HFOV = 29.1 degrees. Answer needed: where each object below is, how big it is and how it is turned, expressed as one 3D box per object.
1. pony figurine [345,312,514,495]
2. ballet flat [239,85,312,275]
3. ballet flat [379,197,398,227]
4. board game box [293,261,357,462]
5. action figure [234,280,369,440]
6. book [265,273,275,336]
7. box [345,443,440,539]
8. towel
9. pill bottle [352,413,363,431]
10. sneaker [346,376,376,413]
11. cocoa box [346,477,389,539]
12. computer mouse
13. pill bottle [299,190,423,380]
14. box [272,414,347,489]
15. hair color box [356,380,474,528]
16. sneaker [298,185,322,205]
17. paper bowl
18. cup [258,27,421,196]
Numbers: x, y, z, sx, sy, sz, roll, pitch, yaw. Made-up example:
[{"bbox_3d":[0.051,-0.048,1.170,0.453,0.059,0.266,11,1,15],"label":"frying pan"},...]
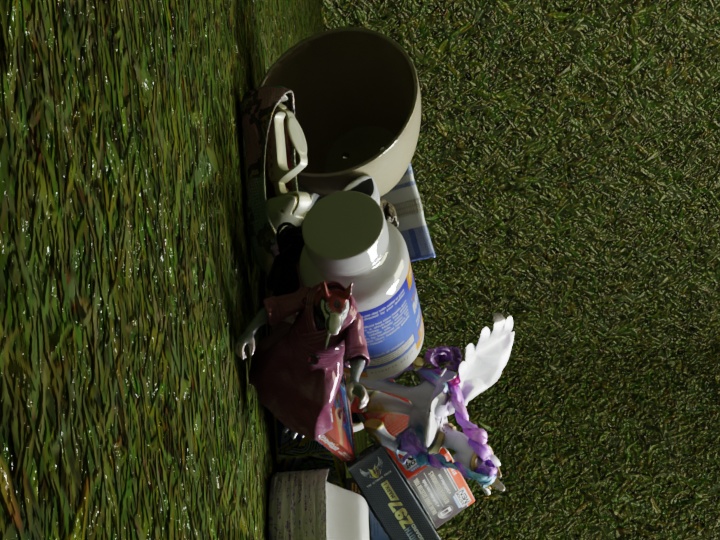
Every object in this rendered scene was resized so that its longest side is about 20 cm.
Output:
[{"bbox_3d":[0.081,0.141,1.523,0.166,0.199,0.195,-36,139,-40],"label":"pony figurine"},{"bbox_3d":[-0.085,-0.097,1.464,0.069,0.070,0.203,1,82,-54],"label":"ballet flat"},{"bbox_3d":[0.000,0.000,1.558,0.068,0.046,0.202,81,25,-51],"label":"ballet flat"},{"bbox_3d":[-0.042,0.101,1.532,0.103,0.019,0.202,46,30,-57],"label":"board game box"},{"bbox_3d":[-0.033,0.067,1.305,0.149,0.133,0.201,-52,173,-43],"label":"action figure"},{"bbox_3d":[-0.083,0.060,1.652,0.200,0.047,0.135,83,0,-71],"label":"book"},{"bbox_3d":[0.043,0.279,1.602,0.159,0.051,0.200,58,-5,4],"label":"box"},{"bbox_3d":[0.021,-0.103,1.757,0.146,0.024,0.203,-14,-87,48],"label":"towel"},{"bbox_3d":[-0.015,0.099,1.789,0.112,0.109,0.202,-92,-165,-60],"label":"pill bottle"},{"bbox_3d":[0.006,0.073,1.645,0.070,0.092,0.203,11,-89,64],"label":"sneaker"},{"bbox_3d":[-0.009,0.374,1.782,0.201,0.129,0.135,-91,175,-65],"label":"cocoa box"},{"bbox_3d":[-0.028,-0.040,1.483,0.200,0.044,0.111,-40,153,-45],"label":"computer mouse"},{"bbox_3d":[0.000,0.014,1.399,0.201,0.110,0.113,76,9,-53],"label":"pill bottle"},{"bbox_3d":[-0.057,0.220,1.624,0.201,0.069,0.065,81,3,-63],"label":"box"},{"bbox_3d":[0.053,0.204,1.692,0.200,0.064,0.111,53,-6,46],"label":"hair color box"},{"bbox_3d":[-0.065,-0.053,1.781,0.201,0.070,0.100,-81,152,-54],"label":"sneaker"},{"bbox_3d":[-0.038,0.316,1.493,0.201,0.103,0.204,-5,90,-89],"label":"paper bowl"},{"bbox_3d":[-0.012,-0.161,1.631,0.144,0.197,0.203,59,24,-59],"label":"cup"}]
